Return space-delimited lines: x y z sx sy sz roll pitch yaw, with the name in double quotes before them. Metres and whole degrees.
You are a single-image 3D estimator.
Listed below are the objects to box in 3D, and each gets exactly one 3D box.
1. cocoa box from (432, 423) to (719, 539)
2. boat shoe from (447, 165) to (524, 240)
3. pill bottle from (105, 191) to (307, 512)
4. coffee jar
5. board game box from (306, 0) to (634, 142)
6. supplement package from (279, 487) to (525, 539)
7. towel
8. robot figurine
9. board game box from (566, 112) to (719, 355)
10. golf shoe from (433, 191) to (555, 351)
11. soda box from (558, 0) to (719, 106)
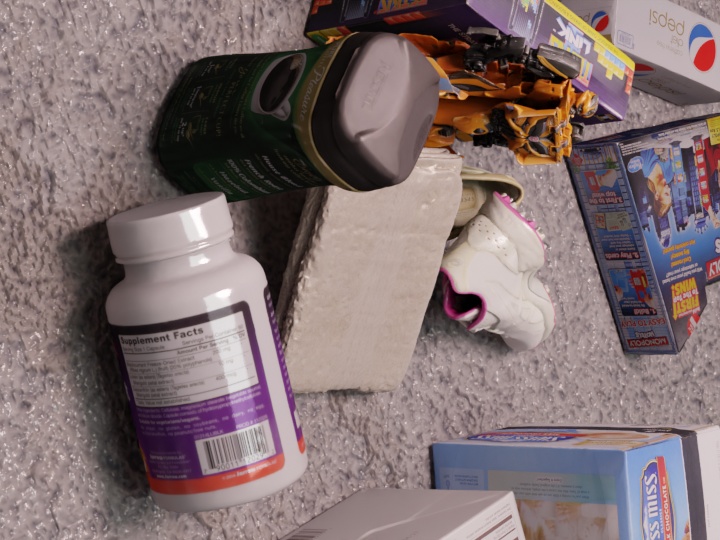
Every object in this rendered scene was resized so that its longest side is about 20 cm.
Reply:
"cocoa box" 0.174 0.194 1.517 0.131 0.200 0.133 -5 92 -45
"boat shoe" 0.044 -0.047 1.493 0.201 0.063 0.073 -10 95 -46
"pill bottle" -0.109 0.053 1.296 0.111 0.111 0.200 -22 104 -44
"coffee jar" -0.042 -0.103 1.309 0.085 0.200 0.104 42 61 -36
"board game box" 0.086 -0.170 1.469 0.200 0.165 0.057 29 68 -40
"supplement package" 0.006 0.246 1.374 0.200 0.156 0.111 -26 104 -44
"towel" 0.000 0.000 1.415 0.132 0.034 0.200 2 112 -40
"robot figurine" 0.075 -0.124 1.417 0.145 0.200 0.058 73 26 -62
"board game box" 0.280 -0.032 1.737 0.200 0.062 0.200 -15 100 -45
"golf shoe" 0.102 0.017 1.525 0.092 0.075 0.200 -40 149 -12
"soda box" 0.262 -0.203 1.720 0.200 0.068 0.064 15 77 -45
